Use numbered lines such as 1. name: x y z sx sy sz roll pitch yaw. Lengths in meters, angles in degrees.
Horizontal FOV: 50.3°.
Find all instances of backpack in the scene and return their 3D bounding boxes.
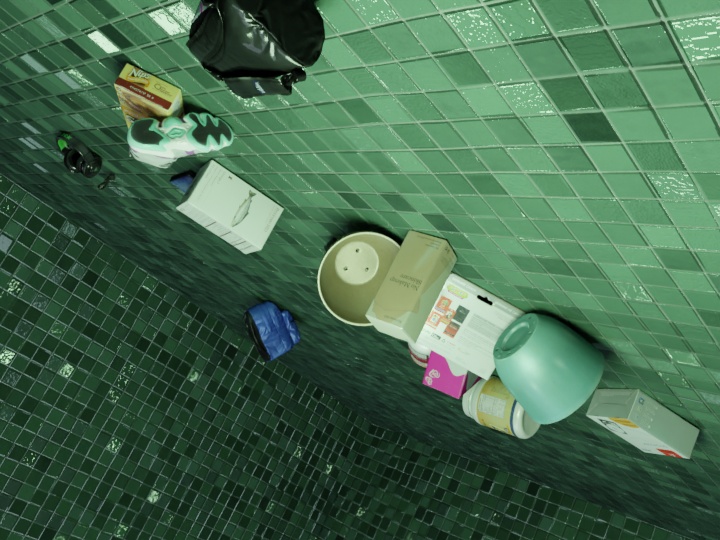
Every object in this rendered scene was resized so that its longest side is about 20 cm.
1. backpack: -0.141 -0.312 1.003 0.167 0.127 0.200 47 158 -21
2. backpack: -0.324 0.208 2.768 0.201 0.167 0.162 61 156 1

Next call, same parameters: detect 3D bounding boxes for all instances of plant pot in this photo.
1. plant pot: 0.371 0.185 1.581 0.161 0.201 0.200 42 160 -11

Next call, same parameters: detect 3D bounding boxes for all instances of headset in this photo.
1. headset: -0.753 -0.304 2.113 0.123 0.094 0.201 20 147 36

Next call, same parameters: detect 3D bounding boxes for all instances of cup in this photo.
1. cup: 0.000 0.000 1.648 0.200 0.201 0.143 32 -171 -16

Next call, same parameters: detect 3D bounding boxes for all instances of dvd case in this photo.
1. dvd case: -0.377 -0.181 1.942 0.200 0.018 0.142 37 160 -26

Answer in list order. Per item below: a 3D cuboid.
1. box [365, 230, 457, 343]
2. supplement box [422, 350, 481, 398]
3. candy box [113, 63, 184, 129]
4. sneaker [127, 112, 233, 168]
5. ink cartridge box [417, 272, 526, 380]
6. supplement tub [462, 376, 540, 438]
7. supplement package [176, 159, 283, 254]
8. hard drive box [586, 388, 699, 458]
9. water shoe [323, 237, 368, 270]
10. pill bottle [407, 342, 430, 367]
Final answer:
1. box: 0.101 0.032 1.510 0.094 0.201 0.078 16 160 32
2. supplement box: 0.242 0.223 1.868 0.103 0.102 0.200 20 -163 22
3. candy box: -0.412 -0.318 1.523 0.115 0.056 0.200 27 162 -1
4. sneaker: -0.355 -0.246 1.497 0.198 0.078 0.140 -2 165 -21
5. ink cartridge box: 0.236 0.112 1.690 0.199 0.176 0.084 29 -166 -5
6. supplement tub: 0.404 0.382 2.178 0.199 0.145 0.144 11 157 43
7. supplement package: -0.300 -0.142 1.763 0.199 0.118 0.117 33 162 -20
8. hard drive box: 0.669 0.361 1.823 0.199 0.077 0.156 31 163 -14
9. water shoe: -0.018 -0.016 1.825 0.079 0.071 0.200 50 180 35
10. pill bottle: 0.175 0.171 1.964 0.112 0.114 0.200 23 162 14
